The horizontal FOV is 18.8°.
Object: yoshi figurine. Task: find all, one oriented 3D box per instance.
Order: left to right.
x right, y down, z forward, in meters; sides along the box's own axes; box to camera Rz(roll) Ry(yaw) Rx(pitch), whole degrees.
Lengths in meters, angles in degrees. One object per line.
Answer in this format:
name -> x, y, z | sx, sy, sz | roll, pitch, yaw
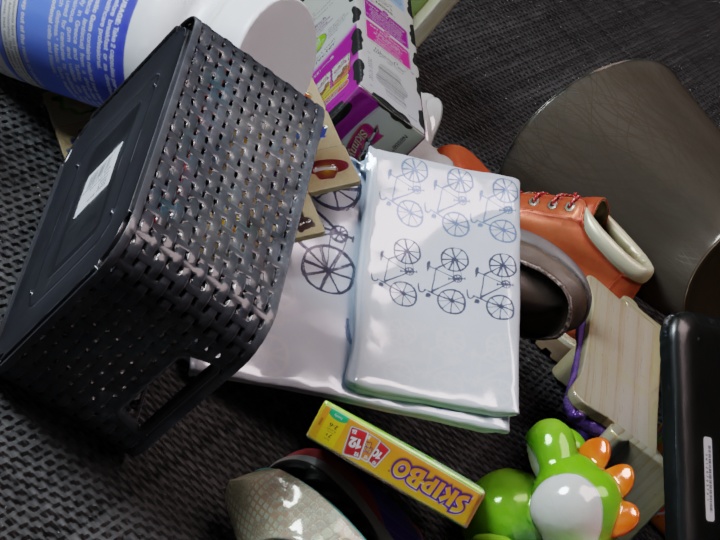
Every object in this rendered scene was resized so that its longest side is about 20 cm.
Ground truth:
yoshi figurine -> 0.114, 0.188, 1.274 | 0.111, 0.113, 0.201 | -5, 57, -9

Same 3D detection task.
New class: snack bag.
snack bag -> 0.000, 0.000, 1.297 | 0.199, 0.021, 0.189 | 11, 52, -7

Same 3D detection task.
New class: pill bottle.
pill bottle -> -0.128, -0.146, 1.290 | 0.199, 0.113, 0.112 | 21, 13, 30

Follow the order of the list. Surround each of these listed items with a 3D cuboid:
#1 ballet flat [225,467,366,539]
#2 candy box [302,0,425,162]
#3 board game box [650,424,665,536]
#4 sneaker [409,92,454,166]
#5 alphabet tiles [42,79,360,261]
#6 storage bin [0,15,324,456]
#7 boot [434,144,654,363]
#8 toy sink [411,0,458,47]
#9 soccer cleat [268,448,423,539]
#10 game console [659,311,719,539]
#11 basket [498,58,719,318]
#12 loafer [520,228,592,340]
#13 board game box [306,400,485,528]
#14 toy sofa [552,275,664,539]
ballet flat -> -0.006, 0.183, 1.107 | 0.200, 0.067, 0.062 | 46, 35, 8
candy box -> -0.025, -0.111, 1.456 | 0.061, 0.136, 0.200 | 36, 26, -23
board game box -> 0.339, 0.129, 1.544 | 0.200, 0.200, 0.200 | 45, 25, 6
sneaker -> 0.018, -0.082, 1.571 | 0.080, 0.071, 0.201 | 24, 23, -17
alphabet tiles -> -0.099, -0.080, 1.330 | 0.165, 0.006, 0.201 | -13, 49, -14
storage bin -> -0.106, -0.021, 1.152 | 0.094, 0.135, 0.201 | 33, 40, -20
boot -> 0.131, -0.037, 1.612 | 0.200, 0.107, 0.075 | 49, 27, 15
toy sink -> -0.001, -0.224, 1.682 | 0.199, 0.130, 0.112 | 24, 31, -38
soccer cleat -> 0.028, 0.173, 1.175 | 0.200, 0.068, 0.073 | 45, 20, 9
game console -> 0.209, 0.141, 1.349 | 0.175, 0.116, 0.201 | 12, 72, -43
basket -> 0.234, -0.049, 1.663 | 0.200, 0.180, 0.136 | 46, -21, 42
loafer -> 0.054, 0.006, 1.443 | 0.199, 0.073, 0.071 | 18, 36, 6
board game box -> 0.023, 0.107, 1.197 | 0.095, 0.030, 0.200 | 30, -1, 5
toy sofa -> 0.161, 0.095, 1.473 | 0.097, 0.083, 0.200 | 36, 26, -9
